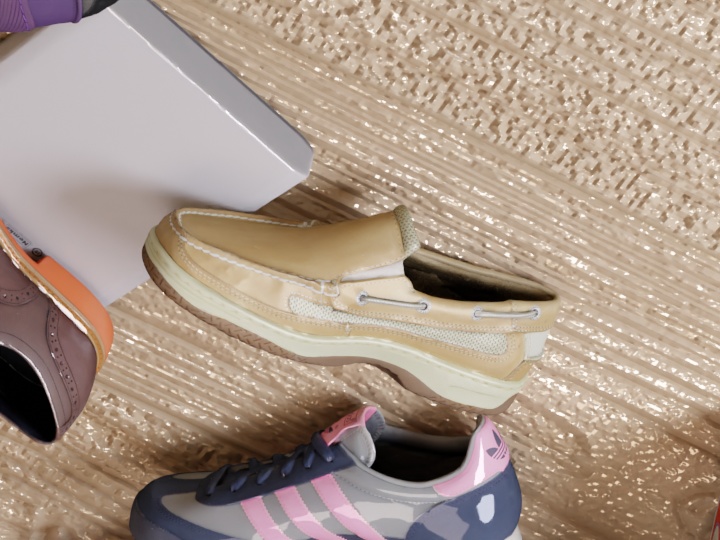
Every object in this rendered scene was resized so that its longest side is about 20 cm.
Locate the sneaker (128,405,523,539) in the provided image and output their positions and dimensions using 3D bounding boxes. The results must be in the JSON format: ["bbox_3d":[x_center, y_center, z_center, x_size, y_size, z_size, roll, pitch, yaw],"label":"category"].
[{"bbox_3d":[-0.019,0.101,1.386,0.199,0.070,0.082,0,117,9],"label":"sneaker"}]

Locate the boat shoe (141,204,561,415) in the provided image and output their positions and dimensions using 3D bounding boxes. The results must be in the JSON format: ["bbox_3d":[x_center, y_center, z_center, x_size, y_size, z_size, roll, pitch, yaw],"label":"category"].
[{"bbox_3d":[0.000,0.000,1.271,0.199,0.072,0.076,17,121,-29],"label":"boat shoe"}]

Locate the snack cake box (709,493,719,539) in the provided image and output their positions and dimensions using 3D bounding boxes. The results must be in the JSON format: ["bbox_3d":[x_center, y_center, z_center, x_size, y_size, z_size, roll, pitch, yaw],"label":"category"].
[{"bbox_3d":[0.199,0.177,1.364,0.067,0.115,0.201,8,135,4],"label":"snack cake box"}]

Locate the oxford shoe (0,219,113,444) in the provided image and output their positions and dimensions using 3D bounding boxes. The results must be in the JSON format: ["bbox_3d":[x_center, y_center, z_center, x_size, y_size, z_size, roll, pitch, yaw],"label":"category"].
[{"bbox_3d":[-0.197,0.002,1.278,0.200,0.073,0.071,37,131,-22],"label":"oxford shoe"}]

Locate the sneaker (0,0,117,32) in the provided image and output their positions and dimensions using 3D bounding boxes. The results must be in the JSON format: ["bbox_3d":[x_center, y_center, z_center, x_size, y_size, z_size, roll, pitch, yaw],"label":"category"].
[{"bbox_3d":[-0.125,-0.189,1.134,0.087,0.076,0.201,-6,131,-22],"label":"sneaker"}]

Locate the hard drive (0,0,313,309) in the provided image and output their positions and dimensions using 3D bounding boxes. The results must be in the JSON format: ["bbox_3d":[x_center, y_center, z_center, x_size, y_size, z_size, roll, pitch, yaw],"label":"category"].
[{"bbox_3d":[-0.136,-0.045,1.289,0.200,0.027,0.132,-31,120,35],"label":"hard drive"}]
